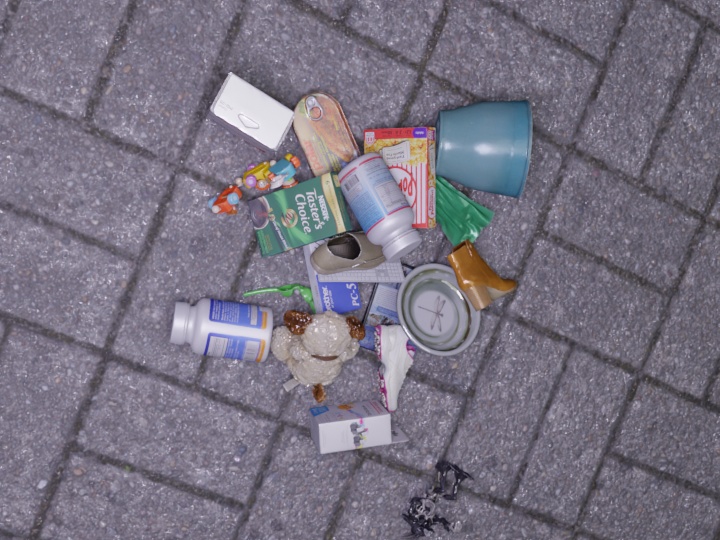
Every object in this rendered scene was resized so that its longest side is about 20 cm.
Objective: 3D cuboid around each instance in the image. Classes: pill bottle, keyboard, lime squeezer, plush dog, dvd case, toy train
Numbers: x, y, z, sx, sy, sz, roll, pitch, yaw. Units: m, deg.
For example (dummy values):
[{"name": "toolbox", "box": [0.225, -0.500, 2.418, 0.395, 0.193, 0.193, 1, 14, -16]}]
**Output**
[{"name": "pill bottle", "box": [-0.282, 0.118, 1.628, 0.195, 0.112, 0.115, 10, 94, -14]}, {"name": "keyboard", "box": [0.000, 0.000, 1.669, 0.196, 0.011, 0.057, 1, 53, -24]}, {"name": "lime squeezer", "box": [-0.145, 0.058, 1.701, 0.197, 0.038, 0.071, 23, 122, -16]}, {"name": "plush dog", "box": [-0.080, 0.153, 1.632, 0.195, 0.162, 0.174, 4, 132, -13]}, {"name": "dvd case", "box": [0.082, 0.088, 1.764, 0.140, 0.018, 0.204, 18, 93, -15]}, {"name": "toy train", "box": [-0.200, -0.160, 1.589, 0.056, 0.197, 0.151, 57, 39, -28]}, {"name": "pill bottle", "box": [0.041, -0.126, 1.615, 0.107, 0.109, 0.203, -28, 80, -9]}]

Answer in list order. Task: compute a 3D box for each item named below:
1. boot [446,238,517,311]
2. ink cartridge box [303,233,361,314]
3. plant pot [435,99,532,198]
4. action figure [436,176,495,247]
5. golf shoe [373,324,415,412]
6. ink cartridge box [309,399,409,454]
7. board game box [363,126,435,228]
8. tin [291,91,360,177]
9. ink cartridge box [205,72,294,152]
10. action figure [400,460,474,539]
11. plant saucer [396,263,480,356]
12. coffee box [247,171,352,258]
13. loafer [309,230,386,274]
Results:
[{"name": "boot", "box": [0.265, -0.003, 1.744, 0.070, 0.200, 0.146, -28, 86, 34]}, {"name": "ink cartridge box", "box": [-0.063, -0.010, 1.686, 0.092, 0.044, 0.205, -14, 96, -25]}, {"name": "plant pot", "box": [0.248, -0.259, 1.686, 0.183, 0.200, 0.205, 4, 96, 0]}, {"name": "action figure", "box": [0.184, -0.143, 1.744, 0.199, 0.055, 0.119, 40, 88, -17]}, {"name": "golf shoe", "box": [0.079, 0.212, 1.737, 0.089, 0.075, 0.205, -8, 112, -10]}, {"name": "ink cartridge box", "box": [-0.003, 0.329, 1.721, 0.195, 0.115, 0.070, -5, 99, -14]}, {"name": "board game box", "box": [0.082, -0.192, 1.672, 0.149, 0.046, 0.205, 2, 98, 30]}, {"name": "tin", "box": [-0.073, -0.270, 1.674, 0.110, 0.042, 0.203, -26, 103, -14]}, {"name": "ink cartridge box", "box": [-0.215, -0.299, 1.550, 0.145, 0.200, 0.084, 30, 89, -15]}, {"name": "action figure", "box": [0.168, 0.530, 1.796, 0.118, 0.102, 0.202, 33, 86, -27]}, {"name": "plant saucer", "box": [0.161, 0.088, 1.728, 0.196, 0.050, 0.205, 7, 70, -19]}, {"name": "coffee box", "box": [-0.124, -0.111, 1.619, 0.196, 0.044, 0.126, -15, 90, 20]}, {"name": "loafer", "box": [-0.007, -0.042, 1.641, 0.197, 0.068, 0.077, -18, 73, -31]}]
